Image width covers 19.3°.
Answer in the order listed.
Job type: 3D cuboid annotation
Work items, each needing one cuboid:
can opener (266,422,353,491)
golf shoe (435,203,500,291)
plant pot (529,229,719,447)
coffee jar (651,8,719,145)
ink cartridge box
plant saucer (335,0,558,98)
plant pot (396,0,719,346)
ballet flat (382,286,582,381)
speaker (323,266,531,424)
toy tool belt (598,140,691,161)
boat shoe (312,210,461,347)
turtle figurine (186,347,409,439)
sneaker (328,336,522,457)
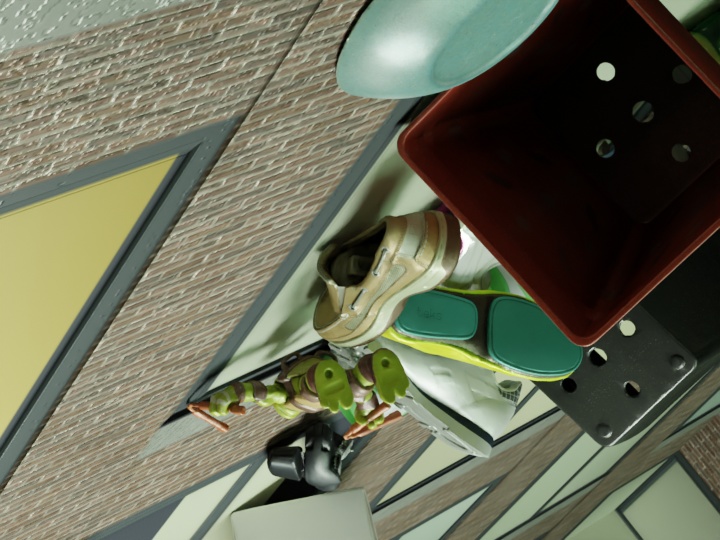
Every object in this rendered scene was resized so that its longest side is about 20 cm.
[{"bbox_3d":[-0.040,0.184,2.093,0.200,0.078,0.064,49,54,-78],"label":"can opener"},{"bbox_3d":[0.073,-0.015,1.749,0.091,0.075,0.200,0,149,-28],"label":"golf shoe"},{"bbox_3d":[0.243,0.045,1.955,0.200,0.199,0.177,-48,178,33],"label":"plant pot"},{"bbox_3d":[0.334,-0.189,1.774,0.200,0.085,0.104,-36,165,-5],"label":"coffee jar"},{"bbox_3d":[-0.049,0.328,2.226,0.147,0.145,0.200,-12,162,-3],"label":"ink cartridge box"},{"bbox_3d":[0.075,-0.166,1.336,0.201,0.039,0.201,-36,165,-11],"label":"plant saucer"},{"bbox_3d":[0.183,-0.099,1.515,0.200,0.200,0.176,-45,174,25],"label":"plant pot"},{"bbox_3d":[0.089,0.047,1.743,0.200,0.067,0.067,15,167,-29],"label":"ballet flat"},{"bbox_3d":[0.061,0.058,1.871,0.200,0.088,0.088,-36,165,-8],"label":"speaker"},{"bbox_3d":[0.245,-0.085,1.840,0.125,0.123,0.200,-42,173,39],"label":"toy tool belt"},{"bbox_3d":[0.000,0.000,1.625,0.076,0.072,0.200,11,150,-24],"label":"boat shoe"},{"bbox_3d":[-0.027,0.096,1.721,0.200,0.065,0.161,7,166,-27],"label":"turtle figurine"},{"bbox_3d":[0.052,0.076,1.792,0.081,0.200,0.076,-56,-151,-12],"label":"sneaker"}]
